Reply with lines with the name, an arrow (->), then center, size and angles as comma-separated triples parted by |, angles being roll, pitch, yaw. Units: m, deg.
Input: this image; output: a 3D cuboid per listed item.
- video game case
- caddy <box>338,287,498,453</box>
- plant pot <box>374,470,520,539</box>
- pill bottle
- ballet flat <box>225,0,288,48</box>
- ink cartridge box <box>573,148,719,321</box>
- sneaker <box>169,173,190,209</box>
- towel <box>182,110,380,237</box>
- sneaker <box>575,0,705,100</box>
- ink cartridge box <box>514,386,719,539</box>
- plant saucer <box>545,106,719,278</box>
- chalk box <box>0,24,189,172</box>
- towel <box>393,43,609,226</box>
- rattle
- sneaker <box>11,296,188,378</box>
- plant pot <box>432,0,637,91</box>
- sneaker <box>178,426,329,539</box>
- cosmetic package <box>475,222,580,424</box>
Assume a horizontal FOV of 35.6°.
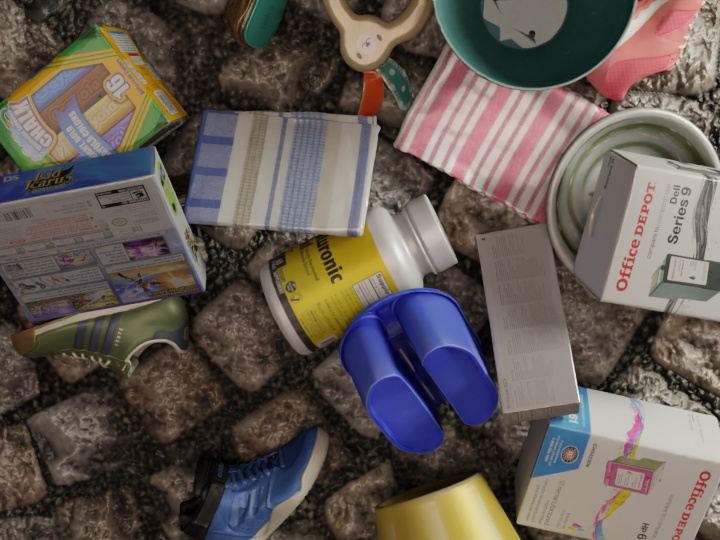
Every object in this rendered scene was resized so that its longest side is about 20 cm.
video game case -> -0.276, -0.033, 1.140 | 0.197, 0.046, 0.182 | -10, 140, 4
caddy -> 0.061, 0.102, 1.198 | 0.140, 0.106, 0.201 | -28, 137, 6
plant pot -> 0.104, 0.332, 1.235 | 0.198, 0.201, 0.191 | -19, 83, 6
pill bottle -> 0.000, 0.000, 1.207 | 0.198, 0.111, 0.112 | -27, 99, 6
ballet flat -> -0.084, -0.330, 1.172 | 0.072, 0.067, 0.201 | 43, 109, 39
ink cartridge box -> 0.338, -0.031, 1.154 | 0.197, 0.084, 0.148 | 8, 106, -11
sneaker -> -0.242, -0.040, 1.238 | 0.197, 0.067, 0.091 | -16, 117, -2
towel -> -0.083, -0.105, 1.190 | 0.197, 0.024, 0.149 | 4, 64, 6
sneaker -> 0.317, -0.259, 1.178 | 0.199, 0.074, 0.087 | -37, 109, 13
ink cartridge box -> 0.283, 0.220, 1.233 | 0.197, 0.085, 0.146 | 11, 120, -1
plant saucer -> 0.288, -0.077, 1.203 | 0.197, 0.050, 0.203 | -3, 108, -8
chalk box -> -0.302, -0.148, 1.183 | 0.199, 0.125, 0.125 | -36, 98, 7
towel -> 0.153, -0.153, 1.212 | 0.198, 0.030, 0.148 | 28, 100, -4
rattle -> 0.022, -0.258, 1.148 | 0.128, 0.143, 0.203 | 6, 95, -18
sneaker -> -0.283, 0.081, 1.246 | 0.198, 0.067, 0.091 | -19, 94, 3
plant pot -> 0.171, -0.279, 1.131 | 0.197, 0.135, 0.203 | 0, 94, 5
sneaker -> -0.129, 0.238, 1.273 | 0.111, 0.077, 0.201 | 35, 106, -14
cosmetic package -> 0.177, 0.055, 1.191 | 0.081, 0.051, 0.203 | -8, 68, 6
